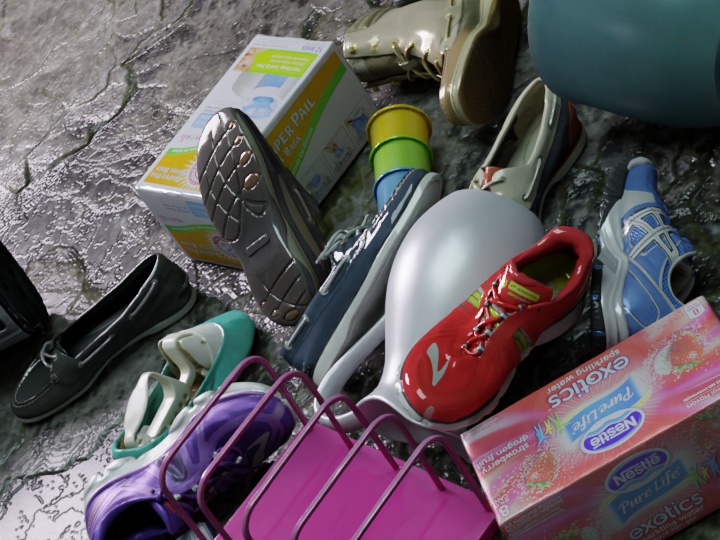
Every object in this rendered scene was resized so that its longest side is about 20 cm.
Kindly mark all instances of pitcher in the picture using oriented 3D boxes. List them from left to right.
[{"bbox_3d":[0.053,0.042,1.635,0.171,0.121,0.200,3,62,43],"label":"pitcher"}]

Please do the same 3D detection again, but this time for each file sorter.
[{"bbox_3d":[-0.027,0.164,1.528,0.200,0.125,0.139,20,63,39],"label":"file sorter"}]

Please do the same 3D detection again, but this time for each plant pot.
[{"bbox_3d":[0.260,-0.204,1.683,0.161,0.201,0.201,28,68,39],"label":"plant pot"}]

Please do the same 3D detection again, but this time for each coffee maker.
[{"bbox_3d":[-0.404,0.050,1.960,0.200,0.135,0.192,-33,36,2],"label":"coffee maker"}]

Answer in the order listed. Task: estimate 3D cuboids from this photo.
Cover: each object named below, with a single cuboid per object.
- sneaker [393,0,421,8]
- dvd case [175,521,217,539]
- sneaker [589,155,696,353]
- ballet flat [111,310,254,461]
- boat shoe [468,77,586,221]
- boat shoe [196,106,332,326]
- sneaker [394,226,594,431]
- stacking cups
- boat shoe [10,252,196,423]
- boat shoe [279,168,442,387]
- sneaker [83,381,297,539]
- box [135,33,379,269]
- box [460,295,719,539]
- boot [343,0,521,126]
[{"bbox_3d":[0.029,-0.317,2.079,0.079,0.074,0.200,-39,37,3],"label":"sneaker"},{"bbox_3d":[-0.141,0.293,1.581,0.150,0.025,0.200,-36,36,-1],"label":"dvd case"},{"bbox_3d":[0.218,-0.010,1.610,0.077,0.076,0.200,2,46,9],"label":"sneaker"},{"bbox_3d":[-0.149,0.095,1.764,0.067,0.070,0.200,-3,47,36],"label":"ballet flat"},{"bbox_3d":[0.122,-0.070,1.743,0.071,0.063,0.200,9,56,41],"label":"boat shoe"},{"bbox_3d":[-0.077,-0.045,1.799,0.074,0.073,0.200,-29,76,34],"label":"boat shoe"},{"bbox_3d":[0.097,0.033,1.504,0.077,0.085,0.200,36,55,15],"label":"sneaker"},{"bbox_3d":[0.042,-0.056,1.800,0.060,0.061,0.200,-23,43,16],"label":"stacking cups"},{"bbox_3d":[-0.241,0.056,1.890,0.200,0.057,0.067,-37,37,-2],"label":"boat shoe"},{"bbox_3d":[0.000,0.000,1.696,0.062,0.075,0.200,34,109,23],"label":"boat shoe"},{"bbox_3d":[-0.131,0.167,1.667,0.200,0.081,0.083,-37,28,13],"label":"sneaker"},{"bbox_3d":[-0.091,-0.107,1.914,0.112,0.101,0.200,12,57,45],"label":"box"},{"bbox_3d":[0.185,0.123,1.454,0.200,0.095,0.103,-30,38,7],"label":"box"},{"bbox_3d":[0.056,-0.188,1.908,0.155,0.073,0.200,-11,39,24],"label":"boot"}]
